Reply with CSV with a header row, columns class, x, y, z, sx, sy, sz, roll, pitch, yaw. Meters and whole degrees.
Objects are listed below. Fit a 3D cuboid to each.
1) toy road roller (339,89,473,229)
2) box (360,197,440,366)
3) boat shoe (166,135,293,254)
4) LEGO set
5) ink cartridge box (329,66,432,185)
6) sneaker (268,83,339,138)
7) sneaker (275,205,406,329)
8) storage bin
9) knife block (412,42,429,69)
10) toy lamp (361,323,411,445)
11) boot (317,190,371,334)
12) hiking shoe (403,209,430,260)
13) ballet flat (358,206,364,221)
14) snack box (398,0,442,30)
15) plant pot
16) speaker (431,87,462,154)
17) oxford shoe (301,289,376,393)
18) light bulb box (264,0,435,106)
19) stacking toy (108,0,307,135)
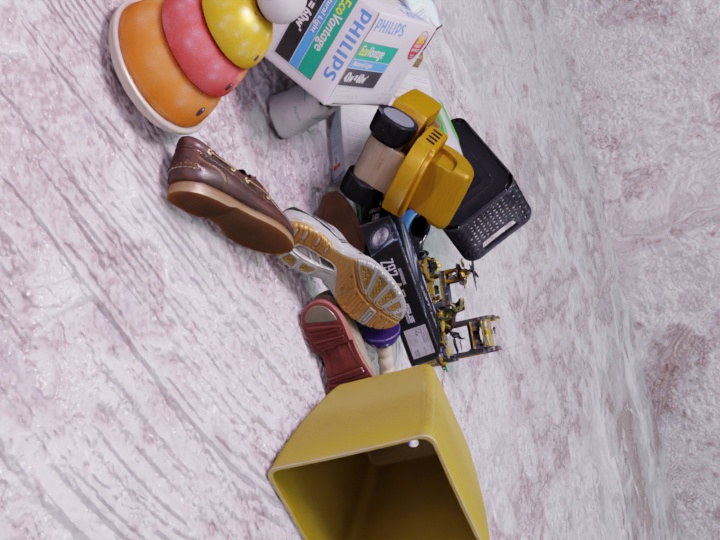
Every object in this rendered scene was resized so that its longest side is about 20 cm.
class,x,y,z,sx,sy,sz,roll,pitch,yaw
toy road roller,0.074,-0.135,1.317,0.145,0.124,0.200,31,26,4
box,0.056,0.007,1.381,0.160,0.043,0.203,-76,147,-74
boat shoe,-0.133,-0.079,1.111,0.200,0.069,0.072,38,49,-55
LEGO set,0.154,0.062,1.619,0.153,0.114,0.204,27,53,-60
ink cartridge box,0.031,-0.210,1.482,0.160,0.050,0.203,8,63,-26
sneaker,-0.052,-0.231,1.360,0.071,0.079,0.201,65,25,-19
sneaker,-0.021,-0.011,1.256,0.199,0.076,0.088,40,18,-18
storage bin,0.167,-0.133,1.648,0.094,0.134,0.201,48,7,-48
knife block,0.064,-0.331,1.549,0.200,0.173,0.065,41,43,-53
toy lamp,0.038,0.160,1.350,0.058,0.057,0.203,-65,150,-54
boot,0.000,0.000,1.387,0.146,0.069,0.204,7,72,-71
hiking shoe,0.073,-0.081,1.551,0.075,0.085,0.203,51,35,-44
ballet flat,0.040,-0.152,1.530,0.068,0.071,0.203,54,32,-47
snack box,0.013,-0.398,1.342,0.053,0.141,0.202,-39,120,-28
plant pot,0.035,0.227,1.191,0.177,0.197,0.202,-73,143,-57
speaker,0.102,-0.219,1.628,0.089,0.087,0.202,48,18,-47
oxford shoe,-0.009,0.117,1.292,0.075,0.069,0.203,-56,130,-66
light bulb box,-0.044,-0.306,1.242,0.199,0.126,0.198,40,21,14
stacking toy,-0.137,-0.236,1.014,0.146,0.198,0.148,42,37,-42
